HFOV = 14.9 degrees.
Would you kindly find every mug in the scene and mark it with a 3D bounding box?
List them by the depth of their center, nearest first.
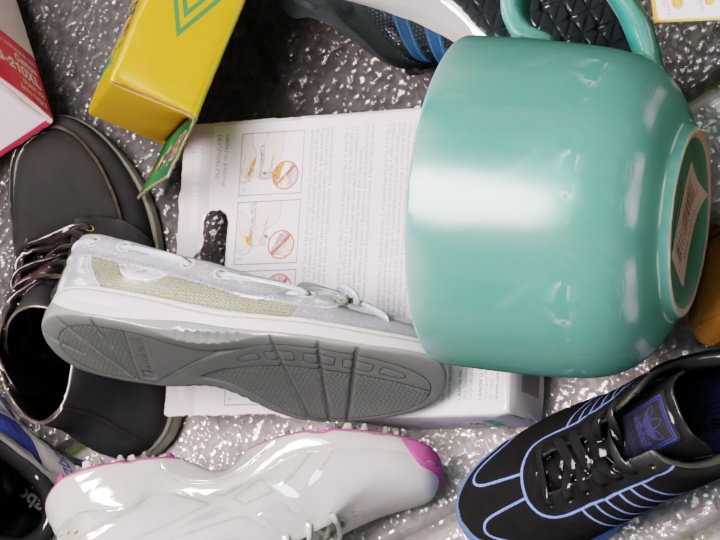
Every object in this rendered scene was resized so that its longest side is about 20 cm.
[{"bbox_3d":[0.097,-0.042,1.257,0.114,0.152,0.186,6,112,19],"label":"mug"}]

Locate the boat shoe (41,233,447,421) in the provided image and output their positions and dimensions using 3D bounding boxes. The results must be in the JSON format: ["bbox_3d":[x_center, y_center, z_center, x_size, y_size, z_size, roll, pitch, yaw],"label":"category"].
[{"bbox_3d":[-0.053,0.024,1.348,0.201,0.075,0.065,7,56,11],"label":"boat shoe"}]

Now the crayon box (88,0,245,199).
[{"bbox_3d":[-0.089,-0.142,1.427,0.051,0.127,0.201,23,81,-9],"label":"crayon box"}]

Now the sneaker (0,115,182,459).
[{"bbox_3d":[-0.154,-0.003,1.443,0.075,0.106,0.201,-26,67,17],"label":"sneaker"}]

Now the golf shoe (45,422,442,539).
[{"bbox_3d":[-0.055,0.132,1.361,0.199,0.075,0.092,-10,60,3],"label":"golf shoe"}]

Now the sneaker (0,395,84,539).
[{"bbox_3d":[-0.215,0.099,1.442,0.199,0.115,0.081,23,87,28],"label":"sneaker"}]

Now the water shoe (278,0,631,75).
[{"bbox_3d":[0.050,-0.133,1.404,0.199,0.079,0.072,25,67,4],"label":"water shoe"}]

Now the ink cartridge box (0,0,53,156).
[{"bbox_3d":[-0.270,-0.137,1.524,0.144,0.084,0.201,-31,55,15],"label":"ink cartridge box"}]

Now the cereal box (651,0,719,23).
[{"bbox_3d":[0.247,-0.157,1.276,0.199,0.144,0.040,-1,112,25],"label":"cereal box"}]

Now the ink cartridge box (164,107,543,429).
[{"bbox_3d":[0.000,0.000,1.408,0.199,0.050,0.162,-3,76,29],"label":"ink cartridge box"}]

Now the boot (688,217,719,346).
[{"bbox_3d":[0.228,-0.056,1.293,0.071,0.201,0.144,44,141,-10],"label":"boot"}]

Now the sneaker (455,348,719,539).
[{"bbox_3d":[0.127,0.082,1.306,0.199,0.078,0.070,-24,69,18],"label":"sneaker"}]
